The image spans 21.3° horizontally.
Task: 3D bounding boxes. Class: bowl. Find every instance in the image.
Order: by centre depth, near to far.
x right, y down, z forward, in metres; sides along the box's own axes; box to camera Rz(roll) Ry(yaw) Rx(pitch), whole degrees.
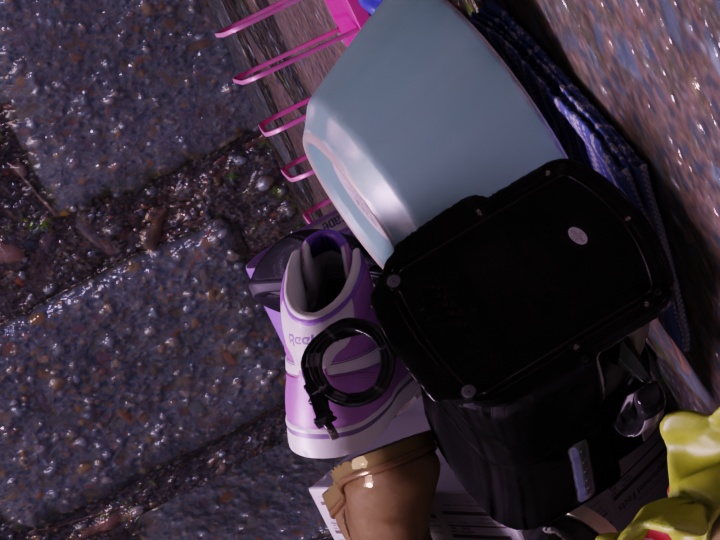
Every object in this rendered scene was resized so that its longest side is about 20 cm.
[{"bbox_3d":[0.040,-0.062,1.140,0.201,0.105,0.201,53,173,10],"label":"bowl"}]

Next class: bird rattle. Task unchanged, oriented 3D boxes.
[{"bbox_3d":[0.206,0.166,1.036,0.163,0.113,0.200,42,168,30],"label":"bird rattle"}]

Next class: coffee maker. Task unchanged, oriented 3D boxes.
[{"bbox_3d":[0.074,0.052,1.049,0.200,0.192,0.135,73,-172,-62],"label":"coffee maker"}]

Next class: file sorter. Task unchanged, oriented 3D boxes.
[{"bbox_3d":[-0.034,-0.152,1.708,0.200,0.125,0.139,64,176,-10],"label":"file sorter"}]

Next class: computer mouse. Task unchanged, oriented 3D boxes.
[{"bbox_3d":[0.000,0.000,1.299,0.138,0.053,0.200,21,165,-32],"label":"computer mouse"}]

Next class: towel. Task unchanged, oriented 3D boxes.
[{"bbox_3d":[0.125,-0.057,1.103,0.200,0.024,0.145,58,174,49],"label":"towel"}]

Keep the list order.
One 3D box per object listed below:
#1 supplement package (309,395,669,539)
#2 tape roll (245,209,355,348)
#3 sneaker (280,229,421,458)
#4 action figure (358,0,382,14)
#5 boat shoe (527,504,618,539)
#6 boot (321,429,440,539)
[{"bbox_3d":[0.097,0.154,1.307,0.200,0.156,0.111,-6,114,51],"label":"supplement package"},{"bbox_3d":[0.018,-0.009,1.467,0.085,0.200,0.200,64,175,-6],"label":"tape roll"},{"bbox_3d":[0.000,0.022,1.137,0.200,0.073,0.114,-59,-37,-71],"label":"sneaker"},{"bbox_3d":[0.025,-0.158,1.314,0.200,0.065,0.099,-122,30,-47],"label":"action figure"},{"bbox_3d":[0.110,0.226,1.164,0.072,0.068,0.200,27,139,22],"label":"boat shoe"},{"bbox_3d":[0.048,0.207,1.172,0.175,0.066,0.200,108,139,-73],"label":"boot"}]
